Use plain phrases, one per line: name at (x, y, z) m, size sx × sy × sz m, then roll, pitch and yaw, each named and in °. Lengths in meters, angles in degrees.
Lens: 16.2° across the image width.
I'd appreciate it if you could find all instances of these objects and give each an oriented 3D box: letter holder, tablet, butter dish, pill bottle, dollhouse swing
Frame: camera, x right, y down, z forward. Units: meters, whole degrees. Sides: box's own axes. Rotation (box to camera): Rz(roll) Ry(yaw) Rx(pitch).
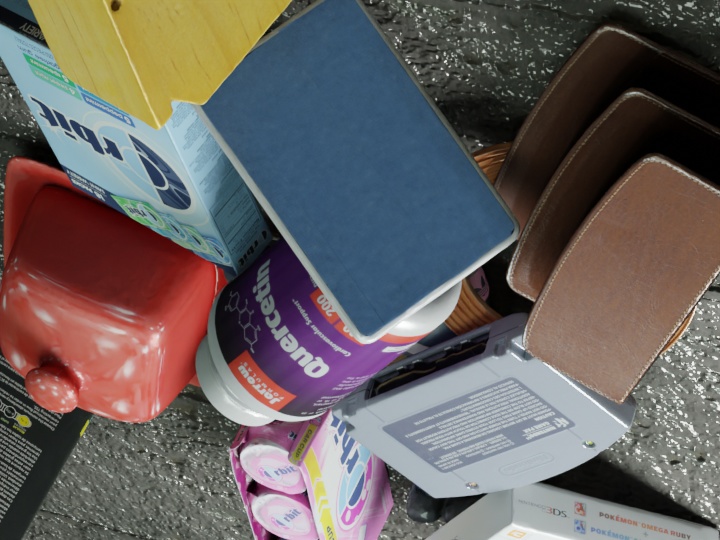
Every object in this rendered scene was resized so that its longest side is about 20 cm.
letter holder at (0.156, -0.037, 1.582) m, size 0.141 × 0.101 × 0.200 m, roll 28°, pitch 136°, yaw -3°
tablet at (-0.004, -0.069, 1.610) m, size 0.201 × 0.130 × 0.014 m, roll 55°, pitch 173°, yaw 4°
butter dish at (-0.204, 0.043, 1.905) m, size 0.198 × 0.148 × 0.201 m, roll 22°, pitch 143°, yaw 7°
pill bottle at (-0.028, 0.029, 1.709) m, size 0.112 × 0.113 × 0.200 m, roll 38°, pitch 134°, yaw -13°
dollhouse swing at (-0.153, -0.222, 1.512) m, size 0.175 × 0.200 × 0.182 m, roll 15°, pitch 144°, yaw 32°

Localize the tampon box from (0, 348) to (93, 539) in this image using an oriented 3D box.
tampon box at (-0.321, 0.161, 2.079) m, size 0.126 × 0.201 × 0.150 m, roll 34°, pitch 144°, yaw -8°

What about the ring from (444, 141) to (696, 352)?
ring at (0.132, -0.008, 1.702) m, size 0.199 × 0.019 × 0.201 m, roll 10°, pitch 131°, yaw 11°

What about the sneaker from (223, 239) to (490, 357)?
sneaker at (0.000, 0.000, 1.799) m, size 0.198 × 0.070 × 0.082 m, roll 16°, pitch 127°, yaw 9°

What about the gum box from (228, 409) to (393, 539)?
gum box at (-0.036, 0.157, 1.961) m, size 0.066 × 0.114 × 0.201 m, roll 12°, pitch 141°, yaw 21°

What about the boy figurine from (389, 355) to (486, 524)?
boy figurine at (0.052, 0.110, 1.890) m, size 0.123 × 0.065 × 0.201 m, roll 11°, pitch 144°, yaw 26°

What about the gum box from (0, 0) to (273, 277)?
gum box at (-0.158, -0.098, 1.728) m, size 0.169 × 0.045 × 0.200 m, roll 28°, pitch 157°, yaw 31°

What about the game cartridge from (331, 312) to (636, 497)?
game cartridge at (0.091, 0.101, 1.780) m, size 0.133 × 0.041 × 0.199 m, roll 41°, pitch 138°, yaw -25°

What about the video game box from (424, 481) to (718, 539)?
video game box at (0.146, 0.229, 1.936) m, size 0.181 × 0.047 × 0.200 m, roll 18°, pitch 148°, yaw -20°
